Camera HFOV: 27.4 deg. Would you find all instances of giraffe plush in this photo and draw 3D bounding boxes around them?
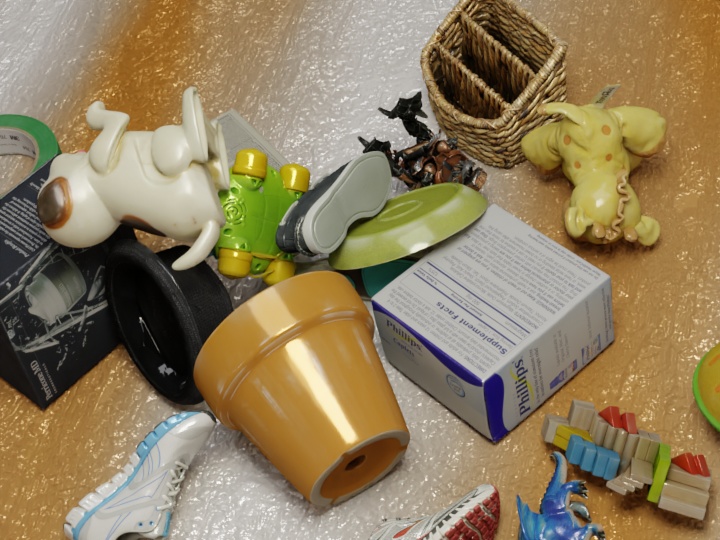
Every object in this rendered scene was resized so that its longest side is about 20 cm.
[{"bbox_3d":[0.282,-0.103,1.728,0.170,0.200,0.164,-5,75,3],"label":"giraffe plush"}]

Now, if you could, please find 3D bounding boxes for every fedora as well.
[{"bbox_3d":[-0.203,0.046,1.660,0.091,0.202,0.200,-28,45,-35],"label":"fedora"}]

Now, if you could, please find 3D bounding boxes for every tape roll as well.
[{"bbox_3d":[-0.495,-0.126,1.981,0.198,0.048,0.202,-7,46,7],"label":"tape roll"}]

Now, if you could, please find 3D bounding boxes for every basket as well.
[{"bbox_3d":[0.160,-0.248,1.881,0.142,0.150,0.200,-27,48,-14],"label":"basket"}]

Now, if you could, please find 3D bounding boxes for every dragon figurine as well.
[{"bbox_3d":[0.183,0.254,1.460,0.098,0.059,0.201,-14,47,-2],"label":"dragon figurine"}]

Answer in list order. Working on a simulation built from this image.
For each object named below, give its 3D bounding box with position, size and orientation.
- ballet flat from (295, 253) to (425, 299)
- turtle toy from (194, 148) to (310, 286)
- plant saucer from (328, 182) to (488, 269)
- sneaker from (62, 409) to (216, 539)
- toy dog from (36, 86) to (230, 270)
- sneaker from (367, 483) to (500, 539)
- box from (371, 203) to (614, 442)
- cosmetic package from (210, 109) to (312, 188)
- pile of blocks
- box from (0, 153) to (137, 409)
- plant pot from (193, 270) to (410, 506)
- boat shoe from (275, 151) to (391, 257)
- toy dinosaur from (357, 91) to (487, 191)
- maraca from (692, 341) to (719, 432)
[{"bbox_3d":[0.000,0.000,1.741,0.197,0.068,0.063,-6,36,6],"label":"ballet flat"},{"bbox_3d":[-0.118,-0.056,1.703,0.100,0.199,0.148,7,85,38],"label":"turtle toy"},{"bbox_3d":[0.050,-0.057,1.704,0.198,0.031,0.200,-20,15,5],"label":"plant saucer"},{"bbox_3d":[-0.214,0.234,1.552,0.200,0.075,0.087,-47,63,0],"label":"sneaker"},{"bbox_3d":[-0.245,-0.084,1.574,0.197,0.140,0.196,-10,82,7],"label":"toy dog"},{"bbox_3d":[0.054,0.267,1.464,0.199,0.078,0.082,-30,47,-16],"label":"sneaker"},{"bbox_3d":[0.147,0.054,1.626,0.199,0.106,0.183,-36,48,-22],"label":"box"},{"bbox_3d":[-0.146,-0.111,1.871,0.103,0.074,0.200,-30,48,-16],"label":"cosmetic package"},{"bbox_3d":[0.267,0.179,1.487,0.199,0.063,0.082,23,18,31],"label":"pile of blocks"},{"bbox_3d":[-0.359,0.012,1.713,0.123,0.201,0.196,30,59,34],"label":"box"},{"bbox_3d":[-0.046,0.135,1.548,0.199,0.201,0.184,-29,62,-15],"label":"plant pot"},{"bbox_3d":[-0.030,-0.079,1.689,0.060,0.076,0.200,-5,21,33],"label":"boat shoe"},{"bbox_3d":[0.069,-0.132,1.821,0.199,0.136,0.103,-11,48,43],"label":"toy dinosaur"},{"bbox_3d":[0.428,0.133,1.487,0.137,0.107,0.199,-43,52,-17],"label":"maraca"}]
